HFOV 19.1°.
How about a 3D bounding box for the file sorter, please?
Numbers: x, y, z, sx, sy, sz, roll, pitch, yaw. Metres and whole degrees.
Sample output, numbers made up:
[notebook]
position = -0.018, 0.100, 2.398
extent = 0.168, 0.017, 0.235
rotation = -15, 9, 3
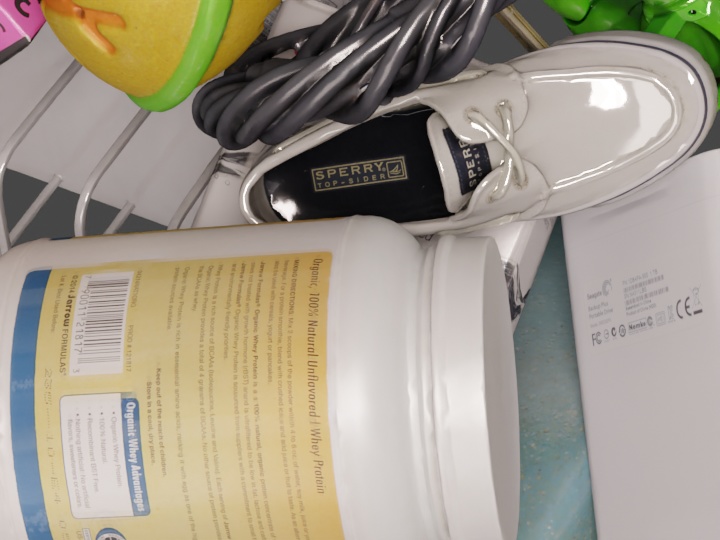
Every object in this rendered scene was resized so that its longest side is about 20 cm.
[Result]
[file sorter]
position = -0.144, -0.044, 1.062
extent = 0.198, 0.125, 0.139
rotation = 20, 142, 18

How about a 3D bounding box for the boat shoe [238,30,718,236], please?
[boat shoe]
position = 0.045, -0.050, 0.868
extent = 0.198, 0.066, 0.073
rotation = -7, 102, 15

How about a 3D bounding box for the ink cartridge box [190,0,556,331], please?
[ink cartridge box]
position = 0.000, 0.000, 0.962
extent = 0.144, 0.202, 0.084
rotation = 21, 175, 12

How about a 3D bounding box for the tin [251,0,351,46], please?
[tin]
position = -0.053, -0.129, 1.048
extent = 0.112, 0.042, 0.200
rotation = 40, 136, -3

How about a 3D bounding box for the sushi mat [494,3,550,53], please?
[sushi mat]
position = 0.086, -0.094, 0.969
extent = 0.012, 0.096, 0.200
rotation = -43, 106, 5

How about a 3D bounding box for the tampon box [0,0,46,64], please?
[tampon box]
position = -0.181, -0.187, 0.944
extent = 0.126, 0.201, 0.150
rotation = -25, 115, 41

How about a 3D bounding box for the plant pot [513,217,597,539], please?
[plant pot]
position = 0.077, 0.108, 1.075
extent = 0.195, 0.201, 0.197
rotation = 2, 130, 26

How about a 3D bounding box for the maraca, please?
[maraca]
position = -0.070, -0.153, 0.816
extent = 0.106, 0.138, 0.201
rotation = -5, 138, -29

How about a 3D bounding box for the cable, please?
[cable]
position = 0.017, -0.093, 0.833
extent = 0.199, 0.163, 0.051
rotation = -29, 106, 22

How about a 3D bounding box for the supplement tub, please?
[supplement tub]
position = -0.042, 0.054, 0.842
extent = 0.198, 0.145, 0.146
rotation = -4, 129, 10

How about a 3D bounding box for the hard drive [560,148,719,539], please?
[hard drive]
position = 0.135, 0.061, 0.910
extent = 0.025, 0.202, 0.132
rotation = -2, 171, -24

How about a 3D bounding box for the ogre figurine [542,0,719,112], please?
[ogre figurine]
position = 0.135, -0.130, 0.900
extent = 0.198, 0.098, 0.121
rotation = -15, 114, 30
